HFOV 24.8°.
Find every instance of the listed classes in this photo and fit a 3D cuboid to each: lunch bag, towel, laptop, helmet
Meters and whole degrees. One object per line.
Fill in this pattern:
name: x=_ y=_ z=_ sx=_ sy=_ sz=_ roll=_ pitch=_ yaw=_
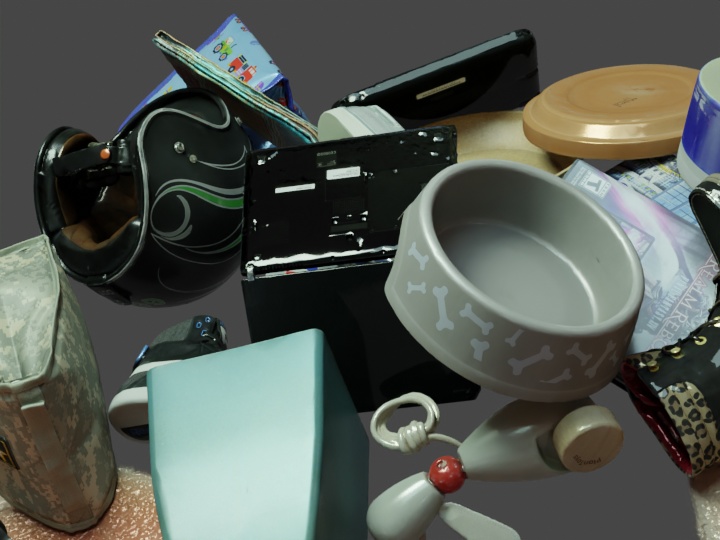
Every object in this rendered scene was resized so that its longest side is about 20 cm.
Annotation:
lunch bag: x=-0.167 y=-0.148 z=1.685 sx=0.199 sy=0.094 sz=0.151 roll=-34 pitch=41 yaw=-2
lunch bag: x=-0.272 y=0.100 z=1.350 sx=0.116 sy=0.165 sz=0.201 roll=-18 pitch=36 yaw=-7
towel: x=-0.098 y=-0.145 z=1.528 sx=0.199 sy=0.147 sz=0.022 roll=33 pitch=83 yaw=14
laptop: x=0.000 y=0.000 z=1.298 sx=0.175 sy=0.104 sz=0.202 roll=-7 pitch=52 yaw=7
helmet: x=-0.181 y=-0.068 z=1.492 sx=0.198 sy=0.203 sz=0.190 roll=12 pitch=9 yaw=35

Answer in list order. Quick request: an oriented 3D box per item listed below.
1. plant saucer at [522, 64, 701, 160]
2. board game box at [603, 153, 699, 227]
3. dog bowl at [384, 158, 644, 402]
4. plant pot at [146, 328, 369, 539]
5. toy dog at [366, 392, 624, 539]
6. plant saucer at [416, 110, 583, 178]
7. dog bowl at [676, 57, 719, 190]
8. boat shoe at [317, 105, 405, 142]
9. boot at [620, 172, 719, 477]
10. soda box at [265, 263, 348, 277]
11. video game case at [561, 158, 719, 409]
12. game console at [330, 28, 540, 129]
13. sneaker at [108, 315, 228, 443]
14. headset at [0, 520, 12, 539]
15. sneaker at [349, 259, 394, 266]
plant saucer: x=0.245 y=-0.149 z=1.485 sx=0.198 sy=0.033 sz=0.201 roll=-7 pitch=23 yaw=3
board game box: x=0.216 y=-0.017 z=1.357 sx=0.199 sy=0.062 sz=0.200 roll=-30 pitch=38 yaw=-14
dog bowl: x=0.115 y=-0.001 z=1.179 sx=0.198 sy=0.059 sz=0.201 roll=15 pitch=42 yaw=-13
plant pot: x=-0.072 y=0.177 z=1.195 sx=0.140 sy=0.142 sz=0.201 roll=-13 pitch=45 yaw=9
toy dog: x=0.107 y=0.146 z=1.203 sx=0.198 sy=0.096 sz=0.133 roll=-20 pitch=43 yaw=22
plant saucer: x=0.112 y=-0.093 z=1.493 sx=0.198 sy=0.036 sz=0.201 roll=-8 pitch=26 yaw=4
dog bowl: x=0.361 y=-0.103 z=1.322 sx=0.198 sy=0.080 sz=0.201 roll=6 pitch=29 yaw=-3
boat shoe: x=0.044 y=-0.077 z=1.374 sx=0.071 sy=0.071 sz=0.201 roll=-20 pitch=51 yaw=-30
boot: x=0.258 y=0.040 z=1.198 sx=0.149 sy=0.073 sz=0.201 roll=-27 pitch=77 yaw=-9
soda box: x=-0.046 y=0.005 z=1.447 sx=0.067 sy=0.064 sz=0.201 roll=-13 pitch=38 yaw=5
video game case: x=0.212 y=0.016 z=1.267 sx=0.199 sy=0.019 sz=0.143 roll=32 pitch=73 yaw=21
game console: x=0.065 y=-0.193 z=1.606 sx=0.198 sy=0.176 sz=0.117 roll=-21 pitch=65 yaw=-1
sneaker: x=-0.111 y=0.081 z=1.375 sx=0.198 sy=0.074 sz=0.112 roll=-5 pitch=41 yaw=22
headset: x=-0.335 y=0.234 z=1.311 sx=0.122 sy=0.094 sz=0.201 roll=-22 pitch=52 yaw=-10
sneaker: x=0.070 y=-0.007 z=1.408 sx=0.114 sy=0.081 sz=0.199 roll=-29 pitch=45 yaw=-18
